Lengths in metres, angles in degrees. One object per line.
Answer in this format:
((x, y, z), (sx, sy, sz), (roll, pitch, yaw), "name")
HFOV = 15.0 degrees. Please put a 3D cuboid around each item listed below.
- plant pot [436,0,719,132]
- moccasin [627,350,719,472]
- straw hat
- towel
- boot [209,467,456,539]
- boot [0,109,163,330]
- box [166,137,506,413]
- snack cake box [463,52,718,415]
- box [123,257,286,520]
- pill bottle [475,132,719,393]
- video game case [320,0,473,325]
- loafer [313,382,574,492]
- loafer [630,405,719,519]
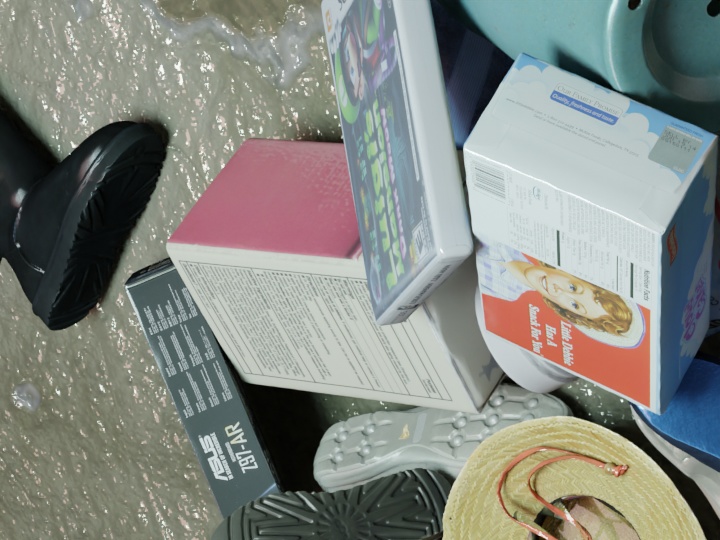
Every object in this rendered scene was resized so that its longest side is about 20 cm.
((0.152, -0.170, 1.445), (0.188, 0.199, 0.201), (-127, 39, -52), "plant pot")
((0.240, 0.092, 1.567), (0.199, 0.068, 0.081), (33, 91, -13), "moccasin")
((0.150, 0.182, 1.712), (0.200, 0.085, 0.202), (5, 100, 27), "straw hat")
((0.085, -0.113, 1.675), (0.200, 0.048, 0.112), (36, 128, 23), "towel")
((-0.028, 0.210, 1.789), (0.200, 0.181, 0.073), (117, 141, -58), "boot")
((-0.234, -0.070, 1.953), (0.162, 0.073, 0.199), (46, 131, 21), "boot")
((0.000, 0.000, 1.727), (0.199, 0.109, 0.128), (5, 137, 38), "box")
((0.123, -0.016, 1.441), (0.115, 0.067, 0.200), (24, 156, 18), "snack cake box")
((-0.099, 0.089, 1.852), (0.043, 0.160, 0.201), (-23, 94, -1), "box")
((0.167, -0.005, 1.589), (0.200, 0.109, 0.109), (-30, 87, 34), "pill bottle")
((0.017, -0.084, 1.532), (0.182, 0.023, 0.201), (129, 132, -74), "video game case")
((0.061, 0.121, 1.789), (0.199, 0.070, 0.070), (-10, 138, 38), "loafer")
((0.239, 0.127, 1.643), (0.072, 0.063, 0.200), (-39, 93, 14), "loafer")
